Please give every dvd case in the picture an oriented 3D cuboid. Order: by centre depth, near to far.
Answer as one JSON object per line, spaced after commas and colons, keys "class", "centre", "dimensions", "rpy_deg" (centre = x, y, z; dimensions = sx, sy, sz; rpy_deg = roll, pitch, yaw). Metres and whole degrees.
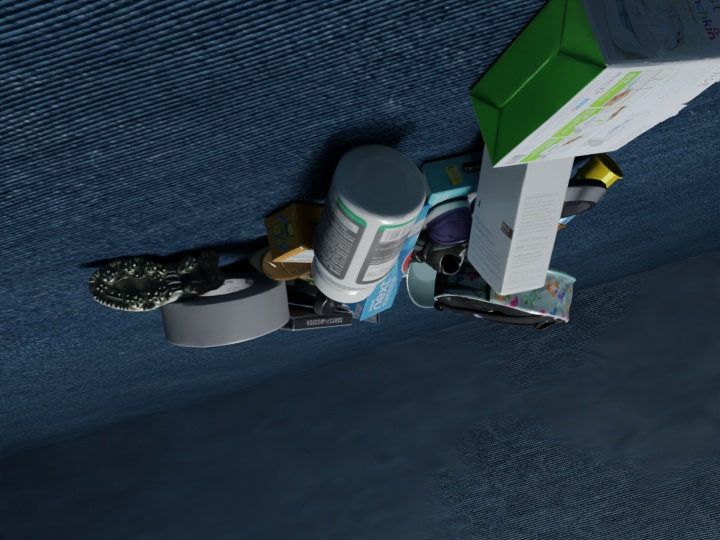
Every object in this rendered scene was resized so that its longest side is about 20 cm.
{"class": "dvd case", "centre": [-0.135, 0.079, 1.296], "dimensions": [0.198, 0.025, 0.149], "rpy_deg": [6, -176, 40]}

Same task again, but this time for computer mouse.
{"class": "computer mouse", "centre": [0.000, 0.000, 1.179], "dimensions": [0.199, 0.034, 0.059], "rpy_deg": [-37, 152, -12]}

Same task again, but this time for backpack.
{"class": "backpack", "centre": [0.236, 0.017, 1.153], "dimensions": [0.198, 0.153, 0.177], "rpy_deg": [15, 179, 32]}

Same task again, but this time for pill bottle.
{"class": "pill bottle", "centre": [0.002, -0.050, 0.917], "dimensions": [0.111, 0.114, 0.201], "rpy_deg": [-10, 151, -23]}

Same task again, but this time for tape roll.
{"class": "tape roll", "centre": [-0.213, 0.057, 1.157], "dimensions": [0.197, 0.067, 0.200], "rpy_deg": [-7, -168, 2]}

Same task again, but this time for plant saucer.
{"class": "plant saucer", "centre": [0.145, -0.031, 1.289], "dimensions": [0.199, 0.039, 0.203], "rpy_deg": [-27, 135, -30]}

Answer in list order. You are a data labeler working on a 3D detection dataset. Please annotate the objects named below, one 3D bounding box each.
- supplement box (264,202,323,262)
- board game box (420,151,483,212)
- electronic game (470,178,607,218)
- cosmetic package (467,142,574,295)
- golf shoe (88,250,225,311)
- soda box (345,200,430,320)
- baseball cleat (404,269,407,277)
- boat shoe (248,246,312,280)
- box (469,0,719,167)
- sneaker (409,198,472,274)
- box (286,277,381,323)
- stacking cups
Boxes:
{"class": "supplement box", "centre": [-0.048, -0.051, 1.076], "dimensions": [0.068, 0.068, 0.199], "rpy_deg": [-20, 167, 33]}
{"class": "board game box", "centre": [0.174, -0.126, 1.065], "dimensions": [0.197, 0.048, 0.151], "rpy_deg": [-14, 168, -11]}
{"class": "electronic game", "centre": [0.258, -0.099, 1.072], "dimensions": [0.196, 0.042, 0.200], "rpy_deg": [-8, 172, -1]}
{"class": "cosmetic package", "centre": [0.197, -0.081, 0.928], "dimensions": [0.073, 0.102, 0.203], "rpy_deg": [-11, 125, -19]}
{"class": "golf shoe", "centre": [-0.302, 0.024, 1.076], "dimensions": [0.198, 0.080, 0.097], "rpy_deg": [-6, 171, -35]}
{"class": "soda box", "centre": [0.029, -0.027, 1.053], "dimensions": [0.067, 0.064, 0.202], "rpy_deg": [-20, 143, -37]}
{"class": "baseball cleat", "centre": [0.091, -0.017, 1.391], "dimensions": [0.105, 0.071, 0.200], "rpy_deg": [-16, 167, 0]}
{"class": "boat shoe", "centre": [-0.083, -0.021, 1.181], "dimensions": [0.198, 0.075, 0.062], "rpy_deg": [3, -171, -38]}
{"class": "box", "centre": [0.238, -0.192, 0.735], "dimensions": [0.174, 0.098, 0.200], "rpy_deg": [-11, 167, -22]}
{"class": "sneaker", "centre": [0.107, -0.028, 1.091], "dimensions": [0.075, 0.089, 0.200], "rpy_deg": [-11, 167, -21]}
{"class": "box", "centre": [-0.056, 0.040, 1.308], "dimensions": [0.197, 0.052, 0.158], "rpy_deg": [14, 169, 4]}
{"class": "stacking cups", "centre": [0.326, -0.106, 1.184], "dimensions": [0.060, 0.061, 0.200], "rpy_deg": [-1, 143, -50]}
